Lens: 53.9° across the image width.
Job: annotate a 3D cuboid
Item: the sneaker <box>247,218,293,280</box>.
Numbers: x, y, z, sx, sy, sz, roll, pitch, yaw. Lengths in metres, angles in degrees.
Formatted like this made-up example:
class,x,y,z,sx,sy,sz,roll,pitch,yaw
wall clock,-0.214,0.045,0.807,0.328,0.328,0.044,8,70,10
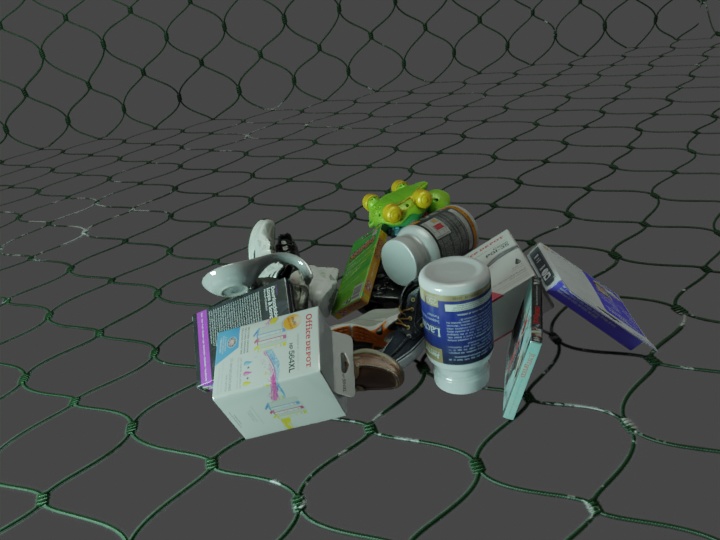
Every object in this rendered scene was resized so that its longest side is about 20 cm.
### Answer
class,x,y,z,sx,sy,sz,roll,pitch,yaw
sneaker,-0.183,-0.022,1.509,0.114,0.076,0.204,-7,62,28

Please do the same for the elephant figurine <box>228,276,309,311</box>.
class,x,y,z,sx,sy,sz,roll,pitch,yaw
elephant figurine,-0.142,0.095,1.326,0.198,0.141,0.157,22,80,33

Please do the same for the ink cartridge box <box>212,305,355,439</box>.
class,x,y,z,sx,sy,sz,roll,pitch,yaw
ink cartridge box,-0.110,0.155,1.096,0.197,0.126,0.130,-16,45,10

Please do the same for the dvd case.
class,x,y,z,sx,sy,sz,roll,pitch,yaw
dvd case,0.259,0.118,1.126,0.022,0.148,0.201,15,31,5

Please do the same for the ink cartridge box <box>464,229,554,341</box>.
class,x,y,z,sx,sy,sz,roll,pitch,yaw
ink cartridge box,0.254,0.028,1.318,0.145,0.083,0.201,-32,24,12

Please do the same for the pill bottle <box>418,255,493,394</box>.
class,x,y,z,sx,sy,sz,roll,pitch,yaw
pill bottle,0.158,0.090,1.144,0.113,0.203,0.116,-7,25,3

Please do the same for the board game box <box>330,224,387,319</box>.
class,x,y,z,sx,sy,sz,roll,pitch,yaw
board game box,0.000,0.000,1.436,0.095,0.030,0.202,-30,35,43

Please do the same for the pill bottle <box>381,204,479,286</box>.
class,x,y,z,sx,sy,sz,roll,pitch,yaw
pill bottle,0.140,-0.050,1.426,0.115,0.118,0.199,18,33,41

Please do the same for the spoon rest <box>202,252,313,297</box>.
class,x,y,z,sx,sy,sz,roll,pitch,yaw
spoon rest,-0.186,0.005,1.271,0.197,0.100,0.062,-6,67,-22

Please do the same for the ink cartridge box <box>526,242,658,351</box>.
class,x,y,z,sx,sy,sz,roll,pitch,yaw
ink cartridge box,0.389,0.053,1.206,0.196,0.044,0.201,32,20,-14

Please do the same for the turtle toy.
class,x,y,z,sx,sy,sz,roll,pitch,yaw
turtle toy,0.105,-0.131,1.529,0.198,0.102,0.146,-25,25,-14

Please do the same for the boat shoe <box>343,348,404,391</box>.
class,x,y,z,sx,sy,sz,roll,pitch,yaw
boat shoe,-0.020,0.176,1.177,0.197,0.077,0.072,0,32,32

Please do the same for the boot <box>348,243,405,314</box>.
class,x,y,z,sx,sy,sz,roll,pitch,yaw
boot,0.027,0.024,1.478,0.162,0.066,0.201,-12,34,24

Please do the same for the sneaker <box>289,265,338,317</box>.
class,x,y,z,sx,sy,sz,roll,pitch,yaw
sneaker,-0.097,0.037,1.421,0.098,0.079,0.200,14,11,-4

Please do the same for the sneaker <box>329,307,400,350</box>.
class,x,y,z,sx,sy,sz,roll,pitch,yaw
sneaker,0.006,0.114,1.298,0.196,0.077,0.092,-8,18,-18

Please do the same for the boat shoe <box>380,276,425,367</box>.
class,x,y,z,sx,sy,sz,roll,pitch,yaw
boat shoe,0.087,0.085,1.233,0.200,0.091,0.071,-43,22,-14

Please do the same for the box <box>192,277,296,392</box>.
class,x,y,z,sx,sy,sz,roll,pitch,yaw
box,-0.201,0.113,1.240,0.197,0.036,0.145,-22,58,16

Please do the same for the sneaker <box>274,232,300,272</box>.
class,x,y,z,sx,sy,sz,roll,pitch,yaw
sneaker,-0.163,-0.017,1.570,0.075,0.092,0.200,-11,28,-11
